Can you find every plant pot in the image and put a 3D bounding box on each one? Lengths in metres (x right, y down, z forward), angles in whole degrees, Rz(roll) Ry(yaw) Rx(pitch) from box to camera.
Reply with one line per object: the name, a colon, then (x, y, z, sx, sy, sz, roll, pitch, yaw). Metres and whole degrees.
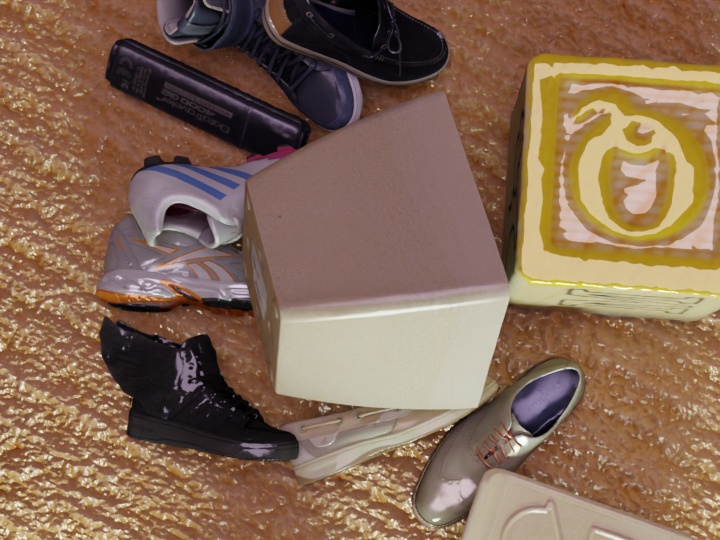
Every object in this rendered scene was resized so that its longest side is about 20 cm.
plant pot: (0.000, 0.000, 1.415, 0.175, 0.201, 0.201, -10, 60, -11)

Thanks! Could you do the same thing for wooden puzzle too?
wooden puzzle: (0.172, 0.286, 1.491, 0.198, 0.046, 0.187, 18, 95, -2)

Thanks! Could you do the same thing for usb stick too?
usb stick: (-0.140, -0.153, 1.560, 0.198, 0.033, 0.056, 25, 129, 4)

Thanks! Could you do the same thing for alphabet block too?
alphabet block: (0.225, -0.065, 1.464, 0.194, 0.200, 0.198, 2, 84, 1)

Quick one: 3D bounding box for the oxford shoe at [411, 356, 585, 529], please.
oxford shoe: (0.120, 0.148, 1.504, 0.071, 0.074, 0.200, 43, 86, 6)

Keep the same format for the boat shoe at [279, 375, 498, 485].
boat shoe: (0.025, 0.126, 1.512, 0.198, 0.072, 0.066, -23, 84, 4)

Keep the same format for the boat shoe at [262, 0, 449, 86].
boat shoe: (0.007, -0.215, 1.511, 0.199, 0.062, 0.075, 11, 62, -37)

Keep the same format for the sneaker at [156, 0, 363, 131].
sneaker: (-0.095, -0.199, 1.511, 0.077, 0.146, 0.203, -43, 77, 33)

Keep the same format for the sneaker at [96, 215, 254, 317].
sneaker: (-0.137, -0.011, 1.532, 0.198, 0.076, 0.093, 4, 76, -1)

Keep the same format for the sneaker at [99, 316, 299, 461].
sneaker: (-0.143, 0.106, 1.511, 0.198, 0.060, 0.105, 7, 89, 20)

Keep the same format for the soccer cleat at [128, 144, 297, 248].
soccer cleat: (-0.107, -0.058, 1.511, 0.198, 0.070, 0.087, -6, 58, -18)
